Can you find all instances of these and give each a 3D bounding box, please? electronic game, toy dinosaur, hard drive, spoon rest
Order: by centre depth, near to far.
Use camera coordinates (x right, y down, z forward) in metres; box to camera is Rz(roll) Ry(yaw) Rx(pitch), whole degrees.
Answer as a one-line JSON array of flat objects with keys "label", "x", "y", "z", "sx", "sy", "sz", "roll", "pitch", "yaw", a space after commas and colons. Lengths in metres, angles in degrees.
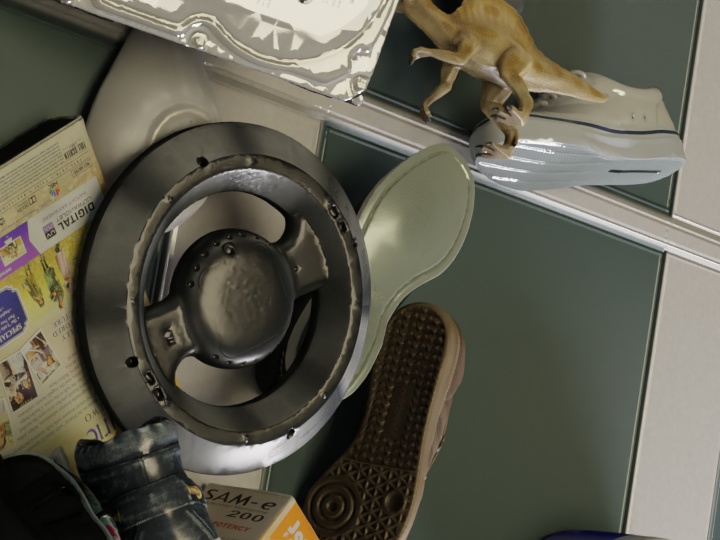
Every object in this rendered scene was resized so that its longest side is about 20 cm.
[{"label": "hard drive", "x": -0.066, "y": -0.185, "z": 1.264, "sx": 0.199, "sy": 0.038, "sz": 0.140, "roll": 18, "pitch": 95, "yaw": -26}, {"label": "electronic game", "x": -0.074, "y": 0.016, "z": 1.312, "sx": 0.199, "sy": 0.042, "sz": 0.201, "roll": -2, "pitch": 93, "yaw": -38}, {"label": "spoon rest", "x": -0.103, "y": -0.116, "z": 1.324, "sx": 0.099, "sy": 0.060, "sz": 0.201, "roll": 20, "pitch": 90, "yaw": -45}, {"label": "toy dinosaur", "x": 0.092, "y": -0.127, "z": 1.471, "sx": 0.199, "sy": 0.058, "sz": 0.102, "roll": 23, "pitch": 57, "yaw": -24}]

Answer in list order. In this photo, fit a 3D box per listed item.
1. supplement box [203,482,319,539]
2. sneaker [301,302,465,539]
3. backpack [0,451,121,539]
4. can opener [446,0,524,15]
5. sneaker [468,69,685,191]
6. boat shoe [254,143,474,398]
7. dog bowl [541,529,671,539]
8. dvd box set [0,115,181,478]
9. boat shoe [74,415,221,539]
[{"label": "supplement box", "x": -0.089, "y": 0.239, "z": 1.333, "sx": 0.200, "sy": 0.073, "sz": 0.126, "roll": -53, "pitch": 128, "yaw": -32}, {"label": "sneaker", "x": 0.023, "y": 0.122, "z": 1.456, "sx": 0.201, "sy": 0.070, "sz": 0.076, "roll": -67, "pitch": 156, "yaw": -8}, {"label": "backpack", "x": -0.188, "y": 0.183, "z": 1.106, "sx": 0.177, "sy": 0.200, "sz": 0.151, "roll": -21, "pitch": 104, "yaw": -17}, {"label": "can opener", "x": 0.061, "y": -0.255, "z": 1.488, "sx": 0.067, "sy": 0.053, "sz": 0.201, "roll": -47, "pitch": 126, "yaw": -34}, {"label": "sneaker", "x": 0.142, "y": -0.099, "z": 1.588, "sx": 0.199, "sy": 0.073, "sz": 0.071, "roll": 1, "pitch": 65, "yaw": -47}, {"label": "boat shoe", "x": 0.000, "y": 0.000, "z": 1.430, "sx": 0.076, "sy": 0.060, "sz": 0.200, "roll": 51, "pitch": 57, "yaw": -19}, {"label": "dog bowl", "x": 0.172, "y": 0.284, "z": 1.620, "sx": 0.200, "sy": 0.079, "sz": 0.201, "roll": -3, "pitch": 93, "yaw": -48}, {"label": "dvd box set", "x": -0.175, "y": 0.036, "z": 1.259, "sx": 0.146, "sy": 0.029, "sz": 0.201, "roll": -38, "pitch": 118, "yaw": -40}, {"label": "boat shoe", "x": -0.116, "y": 0.127, "z": 1.236, "sx": 0.071, "sy": 0.200, "sz": 0.091, "roll": -18, "pitch": 87, "yaw": -16}]
